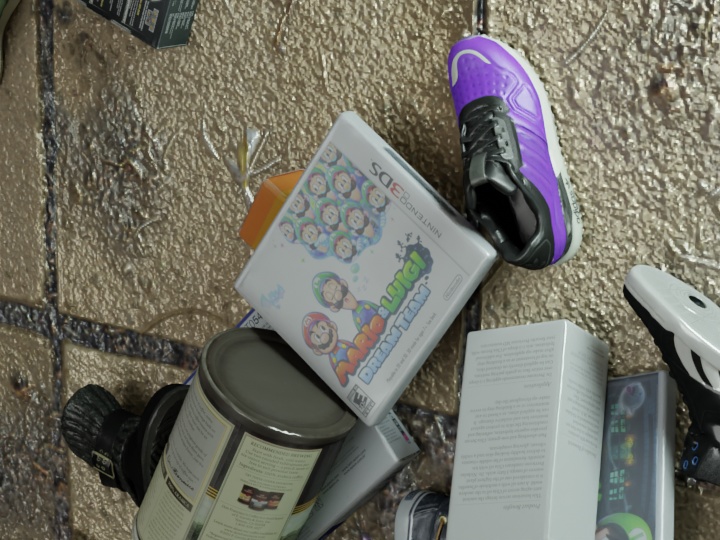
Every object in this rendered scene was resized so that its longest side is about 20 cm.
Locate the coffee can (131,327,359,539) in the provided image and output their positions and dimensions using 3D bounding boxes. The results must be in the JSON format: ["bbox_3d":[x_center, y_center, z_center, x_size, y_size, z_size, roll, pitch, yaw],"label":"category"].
[{"bbox_3d":[-0.104,0.173,1.599,0.146,0.146,0.201,38,121,23],"label":"coffee can"}]

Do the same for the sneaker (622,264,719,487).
[{"bbox_3d":[0.260,0.096,1.409,0.200,0.073,0.112,42,118,19],"label":"sneaker"}]

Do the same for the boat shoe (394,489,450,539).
[{"bbox_3d":[0.080,0.296,1.592,0.090,0.071,0.202,4,101,39],"label":"boat shoe"}]

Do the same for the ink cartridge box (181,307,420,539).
[{"bbox_3d":[-0.064,0.143,1.681,0.196,0.043,0.201,-45,72,36],"label":"ink cartridge box"}]

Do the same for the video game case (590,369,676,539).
[{"bbox_3d":[0.171,0.189,1.470,0.181,0.023,0.202,-13,62,37],"label":"video game case"}]

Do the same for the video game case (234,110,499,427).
[{"bbox_3d":[0.000,0.000,1.531,0.182,0.024,0.201,44,120,19],"label":"video game case"}]

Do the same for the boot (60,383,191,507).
[{"bbox_3d":[-0.216,0.150,1.733,0.158,0.079,0.212,43,141,28],"label":"boot"}]

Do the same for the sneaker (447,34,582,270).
[{"bbox_3d":[0.112,-0.094,1.456,0.069,0.099,0.201,-24,87,35],"label":"sneaker"}]

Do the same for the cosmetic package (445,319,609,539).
[{"bbox_3d":[0.134,0.149,1.456,0.101,0.071,0.202,-9,64,39],"label":"cosmetic package"}]

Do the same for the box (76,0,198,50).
[{"bbox_3d":[-0.205,-0.328,1.668,0.160,0.043,0.201,31,118,26],"label":"box"}]

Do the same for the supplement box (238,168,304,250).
[{"bbox_3d":[-0.012,-0.002,1.593,0.200,0.069,0.067,43,123,22],"label":"supplement box"}]

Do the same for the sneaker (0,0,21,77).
[{"bbox_3d":[-0.397,-0.236,1.801,0.067,0.090,0.201,39,121,21],"label":"sneaker"}]
